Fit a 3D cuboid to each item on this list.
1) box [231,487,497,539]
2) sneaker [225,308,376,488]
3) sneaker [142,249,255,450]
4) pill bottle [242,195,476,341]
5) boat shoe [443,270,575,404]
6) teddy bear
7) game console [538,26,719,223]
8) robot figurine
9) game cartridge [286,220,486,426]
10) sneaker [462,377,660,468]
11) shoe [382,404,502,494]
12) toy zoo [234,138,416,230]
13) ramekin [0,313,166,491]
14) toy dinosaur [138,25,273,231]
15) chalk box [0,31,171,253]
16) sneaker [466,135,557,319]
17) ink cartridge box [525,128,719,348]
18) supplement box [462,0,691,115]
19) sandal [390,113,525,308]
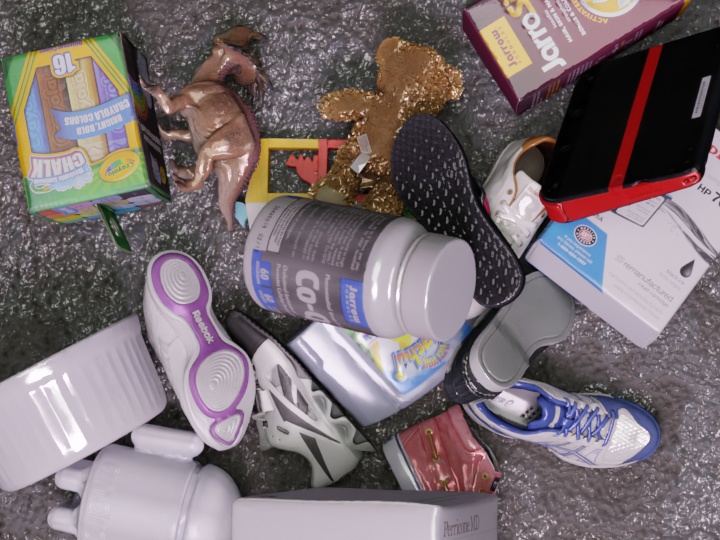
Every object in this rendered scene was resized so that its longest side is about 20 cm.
[{"bbox_3d":[0.008,0.286,1.406,0.199,0.199,0.173,-2,84,20],"label":"box"},{"bbox_3d":[-0.081,0.129,1.539,0.088,0.074,0.200,-41,84,-2],"label":"sneaker"},{"bbox_3d":[-0.161,0.082,1.538,0.074,0.100,0.201,-15,77,-24],"label":"sneaker"},{"bbox_3d":[0.000,0.000,1.454,0.199,0.114,0.115,12,87,31],"label":"pill bottle"},{"bbox_3d":[0.141,0.062,1.494,0.060,0.200,0.076,-34,89,40],"label":"boat shoe"},{"bbox_3d":[0.025,-0.126,1.540,0.144,0.067,0.202,5,84,14],"label":"teddy bear"},{"bbox_3d":[0.258,-0.135,1.449,0.176,0.031,0.201,-12,43,38],"label":"game console"},{"bbox_3d":[-0.200,0.236,1.519,0.198,0.113,0.171,10,97,4],"label":"robot figurine"},{"bbox_3d":[0.042,0.053,1.544,0.200,0.040,0.133,-44,100,1],"label":"game cartridge"},{"bbox_3d":[0.194,0.149,1.512,0.198,0.088,0.076,11,88,4],"label":"sneaker"},{"bbox_3d":[0.106,0.234,1.520,0.091,0.071,0.201,-29,80,7],"label":"shoe"},{"bbox_3d":[-0.036,-0.067,1.576,0.198,0.020,0.132,2,86,3],"label":"toy zoo"},{"bbox_3d":[-0.283,0.129,1.495,0.200,0.200,0.098,-27,93,1],"label":"ramekin"},{"bbox_3d":[-0.133,-0.148,1.550,0.135,0.086,0.201,-19,84,-3],"label":"toy dinosaur"},{"bbox_3d":[-0.264,-0.115,1.542,0.123,0.125,0.202,-11,84,3],"label":"chalk box"},{"bbox_3d":[0.137,-0.049,1.503,0.073,0.085,0.201,30,70,-16],"label":"sneaker"},{"bbox_3d":[0.278,-0.052,1.505,0.146,0.086,0.200,37,79,5],"label":"ink cartridge box"},{"bbox_3d":[0.211,-0.255,1.540,0.199,0.086,0.111,-31,85,1],"label":"supplement box"},{"bbox_3d":[0.092,-0.054,1.480,0.075,0.045,0.201,-31,81,18],"label":"sandal"}]
